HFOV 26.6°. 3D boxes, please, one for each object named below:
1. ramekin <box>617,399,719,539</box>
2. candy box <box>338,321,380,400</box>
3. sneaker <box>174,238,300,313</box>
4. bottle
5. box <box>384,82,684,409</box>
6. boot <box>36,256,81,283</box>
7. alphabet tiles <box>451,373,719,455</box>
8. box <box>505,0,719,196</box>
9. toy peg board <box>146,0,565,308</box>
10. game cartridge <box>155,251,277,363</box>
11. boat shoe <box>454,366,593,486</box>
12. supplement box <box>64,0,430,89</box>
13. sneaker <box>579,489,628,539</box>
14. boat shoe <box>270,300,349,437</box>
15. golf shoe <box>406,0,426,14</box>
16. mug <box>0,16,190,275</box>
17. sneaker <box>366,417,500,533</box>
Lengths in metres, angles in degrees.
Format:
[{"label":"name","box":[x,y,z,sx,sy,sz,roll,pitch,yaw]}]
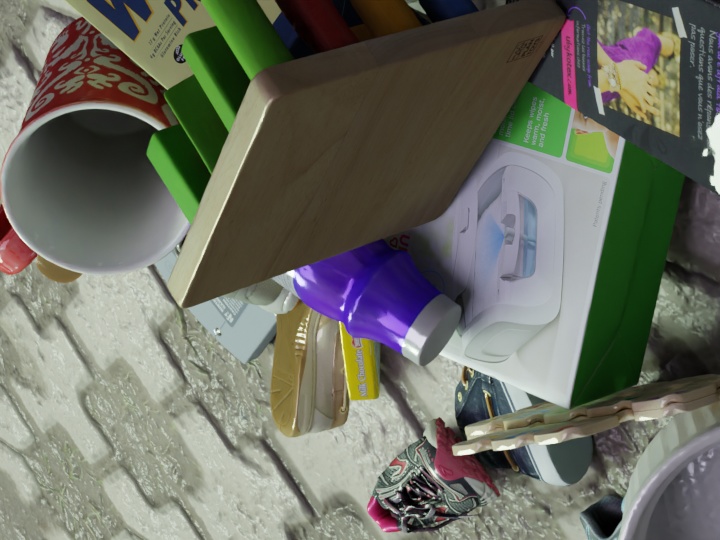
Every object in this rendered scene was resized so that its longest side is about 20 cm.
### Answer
[{"label":"ramekin","box":[0.257,0.170,0.952,0.199,0.098,0.202,1,103,5]},{"label":"candy box","box":[0.000,0.000,1.145,0.026,0.200,0.103,-7,119,5]},{"label":"sneaker","box":[-0.127,-0.041,1.267,0.200,0.092,0.076,42,113,39]},{"label":"bottle","box":[-0.026,-0.011,0.998,0.200,0.065,0.084,34,172,20]},{"label":"box","box":[0.109,-0.038,1.000,0.176,0.096,0.201,22,110,35]},{"label":"boot","box":[-0.200,-0.090,1.311,0.076,0.156,0.200,31,134,-19]},{"label":"alphabet tiles","box":[0.163,0.089,0.998,0.200,0.195,0.015,-16,87,53]},{"label":"box","box":[0.184,-0.138,0.838,0.200,0.122,0.107,40,141,43]},{"label":"toy peg board","box":[-0.019,-0.096,0.871,0.098,0.198,0.200,57,146,19]},{"label":"game cartridge","box":[-0.140,-0.017,1.399,0.200,0.040,0.133,52,139,10]},{"label":"boat shoe","box":[0.104,0.073,1.150,0.091,0.071,0.201,2,119,43]},{"label":"supplement box","box":[-0.076,-0.181,1.046,0.200,0.200,0.134,41,99,22]},{"label":"sneaker","box":[0.226,0.188,1.088,0.200,0.079,0.096,-27,92,53]},{"label":"boat shoe","box":[-0.029,0.041,1.283,0.074,0.069,0.201,31,116,57]},{"label":"golf shoe","box":[0.044,-0.214,0.829,0.200,0.091,0.076,-56,43,48]},{"label":"mug","box":[-0.206,-0.099,1.116,0.200,0.177,0.134,-99,-7,-58]},{"label":"sneaker","box":[0.056,0.177,1.226,0.081,0.075,0.200,51,165,10]}]
